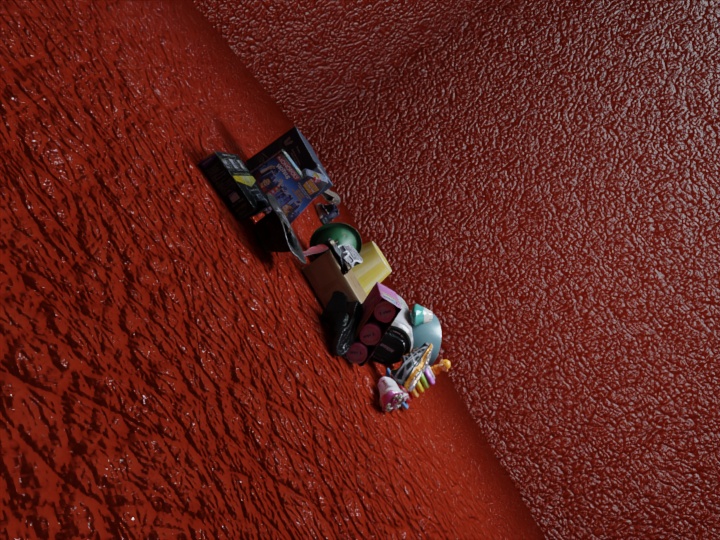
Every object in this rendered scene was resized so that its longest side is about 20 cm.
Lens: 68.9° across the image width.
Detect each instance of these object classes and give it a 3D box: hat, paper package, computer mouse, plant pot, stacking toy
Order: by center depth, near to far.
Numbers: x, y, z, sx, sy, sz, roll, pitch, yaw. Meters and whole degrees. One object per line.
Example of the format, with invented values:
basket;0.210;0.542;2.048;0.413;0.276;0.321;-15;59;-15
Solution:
hat;-0.207;-0.088;1.266;0.201;0.080;0.202;154;-90;-90
computer mouse;-0.044;-0.036;1.499;0.110;0.044;0.200;54;12;10
paper package;-0.061;0.057;1.544;0.201;0.103;0.191;58;7;12
stacking toy;0.187;0.327;1.613;0.110;0.199;0.116;57;6;-46
hat;-0.088;-0.041;1.662;0.176;0.198;0.167;-98;-179;-59
plant pot;0.167;0.234;1.805;0.134;0.201;0.201;12;29;-23
plant pot;0.000;0.000;1.858;0.201;0.188;0.201;55;6;-9

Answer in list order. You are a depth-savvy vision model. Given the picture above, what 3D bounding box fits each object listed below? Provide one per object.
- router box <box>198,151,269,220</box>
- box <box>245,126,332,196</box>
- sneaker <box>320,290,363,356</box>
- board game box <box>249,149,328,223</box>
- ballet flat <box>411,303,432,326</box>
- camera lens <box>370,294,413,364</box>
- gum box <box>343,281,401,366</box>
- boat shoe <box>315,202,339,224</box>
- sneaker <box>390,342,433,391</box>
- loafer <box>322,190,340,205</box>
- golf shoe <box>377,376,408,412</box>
router box;-0.300;-0.208;1.286;0.158;0.052;0.200;56;7;-6
box;-0.222;-0.300;1.626;0.197;0.199;0.117;62;9;31
sneaker;-0.061;0.134;1.348;0.060;0.103;0.201;64;38;-38
board game box;-0.204;-0.243;1.492;0.200;0.199;0.062;53;9;-32
ballet flat;0.196;0.140;1.666;0.200;0.070;0.068;27;64;-84
camera lens;0.081;0.180;1.635;0.160;0.159;0.200;53;18;-24
gum box;0.022;0.144;1.385;0.066;0.201;0.114;29;15;-14
boat shoe;-0.149;-0.280;2.444;0.075;0.092;0.200;52;9;-31
sneaker;0.156;0.268;1.542;0.077;0.079;0.200;20;33;21
loafer;-0.181;-0.423;3.004;0.200;0.071;0.063;39;34;-48
golf shoe;0.073;0.332;1.427;0.092;0.075;0.200;48;-3;19
